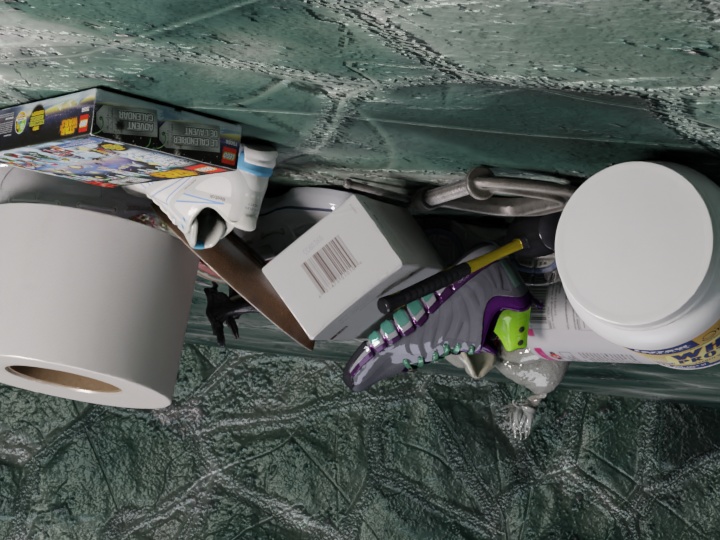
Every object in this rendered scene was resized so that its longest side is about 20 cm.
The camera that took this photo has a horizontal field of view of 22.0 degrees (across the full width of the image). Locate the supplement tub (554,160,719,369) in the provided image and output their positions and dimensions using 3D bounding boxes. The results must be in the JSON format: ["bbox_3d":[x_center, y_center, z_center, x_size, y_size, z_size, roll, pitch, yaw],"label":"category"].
[{"bbox_3d":[0.237,-0.004,1.443,0.143,0.146,0.200,3,172,24],"label":"supplement tub"}]

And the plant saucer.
[{"bbox_3d":[-0.109,-0.004,1.696,0.200,0.032,0.200,42,-178,-2],"label":"plant saucer"}]

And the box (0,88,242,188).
[{"bbox_3d":[-0.206,-0.103,1.494,0.136,0.040,0.199,11,171,-37],"label":"box"}]

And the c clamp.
[{"bbox_3d":[0.099,-0.062,1.584,0.169,0.027,0.200,10,172,-23],"label":"c clamp"}]

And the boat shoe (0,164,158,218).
[{"bbox_3d":[-0.254,-0.065,1.717,0.199,0.069,0.072,13,170,-40],"label":"boat shoe"}]

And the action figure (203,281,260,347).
[{"bbox_3d":[-0.049,0.019,1.852,0.198,0.103,0.119,-22,174,11],"label":"action figure"}]

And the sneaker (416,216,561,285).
[{"bbox_3d":[0.127,-0.010,1.798,0.198,0.075,0.087,4,178,26],"label":"sneaker"}]

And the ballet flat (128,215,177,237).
[{"bbox_3d":[-0.231,-0.050,1.828,0.198,0.065,0.076,6,-170,7],"label":"ballet flat"}]

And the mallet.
[{"bbox_3d":[0.105,-0.006,1.645,0.199,0.041,0.066,-25,-175,-34],"label":"mallet"}]

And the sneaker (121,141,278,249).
[{"bbox_3d":[-0.149,-0.062,1.585,0.074,0.088,0.199,9,174,-37],"label":"sneaker"}]

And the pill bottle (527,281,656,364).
[{"bbox_3d":[0.263,0.036,1.846,0.199,0.115,0.113,1,171,43],"label":"pill bottle"}]

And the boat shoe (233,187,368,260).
[{"bbox_3d":[-0.057,-0.037,1.764,0.073,0.068,0.199,10,172,-30],"label":"boat shoe"}]

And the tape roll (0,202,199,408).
[{"bbox_3d":[-0.254,0.034,1.671,0.201,0.141,0.203,10,168,2],"label":"tape roll"}]

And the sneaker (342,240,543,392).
[{"bbox_3d":[0.074,0.064,1.728,0.200,0.088,0.074,-42,169,14],"label":"sneaker"}]

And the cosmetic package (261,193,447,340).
[{"bbox_3d":[0.000,0.000,1.672,0.113,0.081,0.200,-39,168,12],"label":"cosmetic package"}]

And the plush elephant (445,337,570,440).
[{"bbox_3d":[0.155,0.064,2.046,0.154,0.201,0.165,27,176,-11],"label":"plush elephant"}]

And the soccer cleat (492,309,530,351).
[{"bbox_3d":[0.106,0.028,1.898,0.067,0.082,0.200,-13,-159,-26],"label":"soccer cleat"}]

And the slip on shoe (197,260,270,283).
[{"bbox_3d":[-0.098,-0.024,1.921,0.198,0.075,0.061,8,158,-28],"label":"slip on shoe"}]
